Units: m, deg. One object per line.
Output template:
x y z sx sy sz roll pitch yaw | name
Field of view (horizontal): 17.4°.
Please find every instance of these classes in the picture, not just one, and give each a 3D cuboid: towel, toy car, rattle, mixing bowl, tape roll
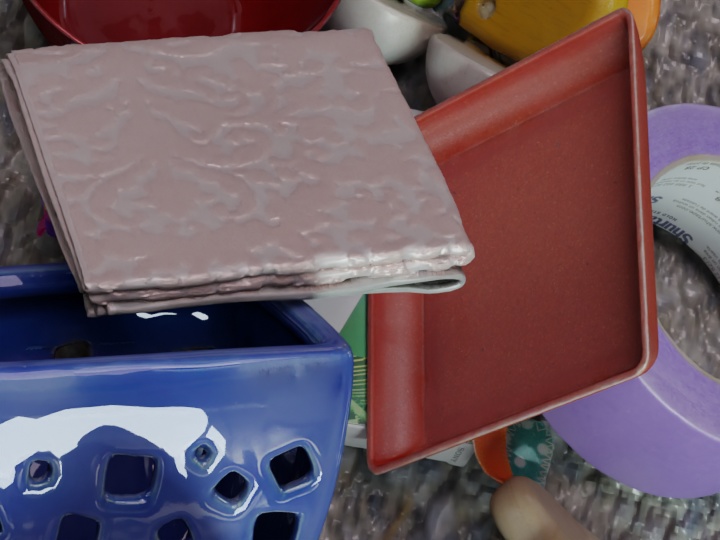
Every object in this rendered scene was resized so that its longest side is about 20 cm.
-0.062 -0.053 1.156 0.198 0.032 0.192 -5 43 -19 | towel
0.084 -0.180 1.349 0.199 0.176 0.150 34 16 27 | toy car
0.083 0.180 1.237 0.200 0.143 0.130 48 27 19 | rattle
-0.111 -0.170 1.311 0.198 0.109 0.202 6 64 -13 | mixing bowl
0.181 0.017 1.287 0.199 0.085 0.202 13 63 -27 | tape roll

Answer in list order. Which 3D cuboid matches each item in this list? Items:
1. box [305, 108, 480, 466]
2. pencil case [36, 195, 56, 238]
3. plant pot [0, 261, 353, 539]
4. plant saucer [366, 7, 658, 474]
0.000 0.000 1.303 0.143 0.036 0.202 9 65 -10 | box
-0.074 -0.050 1.249 0.198 0.089 0.089 5 64 3 | pencil case
-0.121 0.103 1.122 0.198 0.200 0.182 -4 104 -16 | plant pot
0.082 -0.008 1.217 0.037 0.199 0.201 20 59 -36 | plant saucer
